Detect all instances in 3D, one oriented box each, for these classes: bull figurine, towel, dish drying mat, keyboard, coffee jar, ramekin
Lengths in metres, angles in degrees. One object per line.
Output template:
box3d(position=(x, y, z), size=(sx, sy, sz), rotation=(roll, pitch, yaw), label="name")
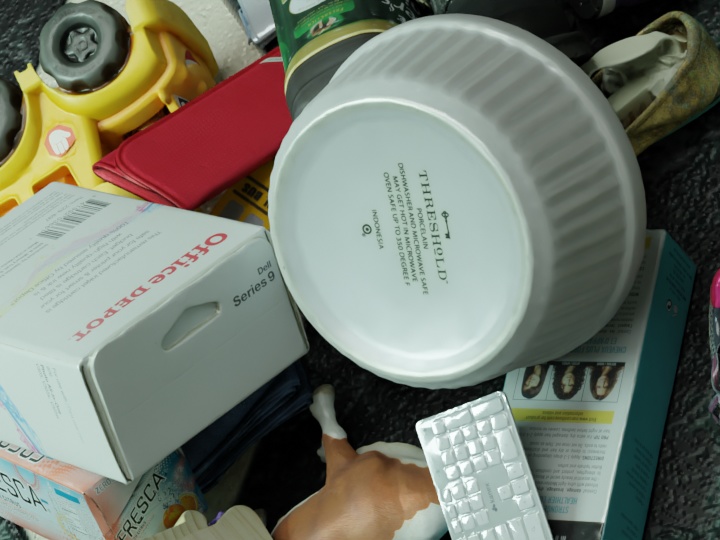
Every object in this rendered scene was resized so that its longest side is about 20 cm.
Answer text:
box3d(position=(-0.013, 0.144, 1.484), size=(0.200, 0.065, 0.121), rotation=(-42, 49, 4), label="bull figurine")
box3d(position=(-0.117, 0.092, 1.565), size=(0.200, 0.049, 0.112), rotation=(-45, 46, 22), label="towel")
box3d(position=(-0.069, -0.094, 1.608), size=(0.077, 0.018, 0.200), rotation=(27, 43, 29), label="dish drying mat")
box3d(position=(0.083, 0.166, 1.389), size=(0.056, 0.011, 0.200), rotation=(-24, 79, 31), label="keyboard")
box3d(position=(-0.002, -0.133, 1.561), size=(0.085, 0.104, 0.200), rotation=(-26, 39, 12), label="coffee jar")
box3d(position=(0.042, -0.029, 1.393), size=(0.202, 0.094, 0.202), rotation=(12, 115, 28), label="ramekin")

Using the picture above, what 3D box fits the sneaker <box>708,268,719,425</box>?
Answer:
box3d(position=(0.216, 0.087, 1.369), size=(0.081, 0.075, 0.200), rotation=(-22, 55, 20), label="sneaker")

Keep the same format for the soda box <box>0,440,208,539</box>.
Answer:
box3d(position=(-0.177, 0.108, 1.516), size=(0.068, 0.064, 0.200), rotation=(-38, 33, -27), label="soda box")

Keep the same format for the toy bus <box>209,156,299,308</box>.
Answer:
box3d(position=(0.000, 0.000, 1.556), size=(0.200, 0.065, 0.078), rotation=(34, 84, 40), label="toy bus")

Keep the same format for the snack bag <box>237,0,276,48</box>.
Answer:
box3d(position=(-0.025, -0.265, 1.748), size=(0.200, 0.021, 0.189), rotation=(-35, 50, 11), label="snack bag")

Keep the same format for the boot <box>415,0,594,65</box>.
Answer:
box3d(position=(0.058, -0.170, 1.499), size=(0.079, 0.211, 0.158), rotation=(-33, 95, 8), label="boot")

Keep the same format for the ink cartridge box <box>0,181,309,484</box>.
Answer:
box3d(position=(-0.151, 0.031, 1.477), size=(0.200, 0.088, 0.145), rotation=(10, 39, 47), label="ink cartridge box")

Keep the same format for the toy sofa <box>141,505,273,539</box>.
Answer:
box3d(position=(-0.053, 0.228, 1.415), size=(0.200, 0.098, 0.083), rotation=(46, 125, 18), label="toy sofa")

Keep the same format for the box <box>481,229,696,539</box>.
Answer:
box3d(position=(0.123, 0.076, 1.447), size=(0.082, 0.049, 0.200), rotation=(0, 64, 33), label="box")

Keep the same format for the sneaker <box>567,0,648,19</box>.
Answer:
box3d(position=(0.146, -0.220, 1.604), size=(0.088, 0.076, 0.200), rotation=(-14, 41, -13), label="sneaker")

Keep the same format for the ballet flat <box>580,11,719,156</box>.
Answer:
box3d(position=(0.125, -0.079, 1.487), size=(0.200, 0.071, 0.071), rotation=(-38, 48, -17), label="ballet flat")

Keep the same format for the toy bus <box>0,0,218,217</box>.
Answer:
box3d(position=(-0.164, -0.051, 1.655), size=(0.200, 0.136, 0.192), rotation=(-32, 65, 9), label="toy bus")
